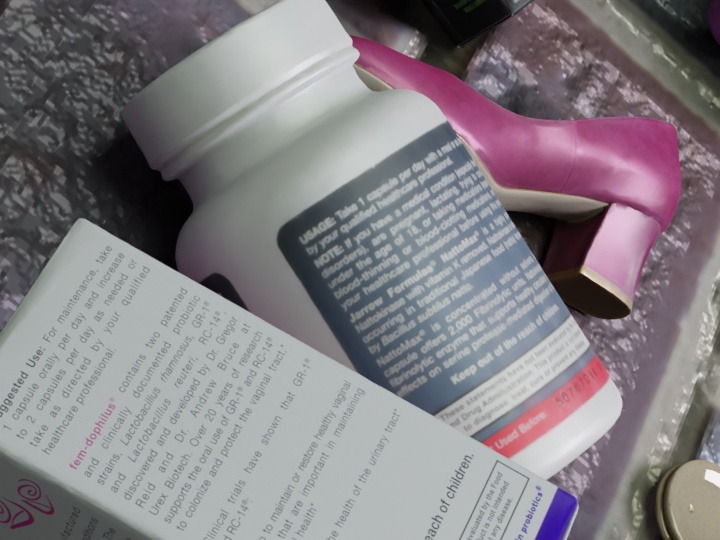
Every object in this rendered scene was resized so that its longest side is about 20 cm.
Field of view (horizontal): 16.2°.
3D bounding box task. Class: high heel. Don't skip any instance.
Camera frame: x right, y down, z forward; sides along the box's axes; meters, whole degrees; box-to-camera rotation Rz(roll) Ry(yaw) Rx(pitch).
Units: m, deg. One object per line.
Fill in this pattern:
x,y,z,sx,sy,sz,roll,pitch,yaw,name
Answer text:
0.062,-0.066,1.069,0.200,0.067,0.096,33,63,-27,high heel

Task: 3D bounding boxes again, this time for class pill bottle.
0.000,0.000,0.962,0.119,0.119,0.201,-33,91,-41,pill bottle

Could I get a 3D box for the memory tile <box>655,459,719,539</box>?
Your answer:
0.179,0.189,1.079,0.200,0.017,0.154,42,50,-15,memory tile

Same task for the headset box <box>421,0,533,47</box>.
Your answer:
0.066,-0.219,1.088,0.174,0.093,0.200,-39,95,-13,headset box

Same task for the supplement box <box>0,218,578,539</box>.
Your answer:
-0.043,0.089,0.864,0.199,0.101,0.104,29,52,0,supplement box

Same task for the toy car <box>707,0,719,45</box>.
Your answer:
0.237,-0.143,1.202,0.149,0.175,0.201,-4,69,-1,toy car
